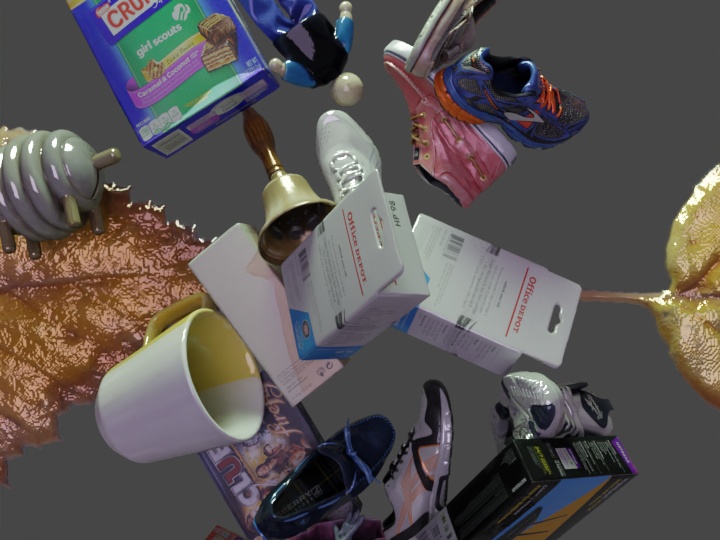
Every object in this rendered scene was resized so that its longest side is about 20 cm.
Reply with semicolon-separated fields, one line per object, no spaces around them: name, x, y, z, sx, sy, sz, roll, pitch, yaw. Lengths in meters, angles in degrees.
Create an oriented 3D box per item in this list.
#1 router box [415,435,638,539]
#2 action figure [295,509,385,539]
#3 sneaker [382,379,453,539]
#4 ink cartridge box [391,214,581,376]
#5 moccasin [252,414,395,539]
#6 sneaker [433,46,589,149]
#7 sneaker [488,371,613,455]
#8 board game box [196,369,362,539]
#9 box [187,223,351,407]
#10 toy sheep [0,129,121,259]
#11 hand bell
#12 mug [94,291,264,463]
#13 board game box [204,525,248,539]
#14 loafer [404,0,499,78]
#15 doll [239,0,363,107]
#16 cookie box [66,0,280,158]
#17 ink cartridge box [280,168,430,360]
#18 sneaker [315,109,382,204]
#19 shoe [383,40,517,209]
router box;0.169;0.246;0.816;0.147;0.201;0.051;5;46;-31
action figure;-0.004;0.367;0.867;0.132;0.150;0.202;-7;122;13
sneaker;0.066;0.226;0.900;0.079;0.074;0.203;6;90;6
ink cartridge box;0.131;0.035;0.867;0.198;0.067;0.117;24;58;4
moccasin;-0.027;0.228;0.863;0.080;0.068;0.200;43;56;11
sneaker;0.179;-0.189;0.856;0.198;0.078;0.076;6;67;-29
sneaker;0.218;0.148;0.836;0.128;0.200;0.080;-12;61;-7
board game box;-0.105;0.232;0.931;0.135;0.035;0.201;-33;87;4
box;-0.102;0.049;0.903;0.077;0.095;0.201;-37;89;4
toy sheep;-0.363;-0.096;0.906;0.198;0.138;0.140;-18;88;8
hand bell;-0.097;-0.115;0.895;0.103;0.104;0.201;-28;58;4
mug;-0.205;0.134;0.882;0.152;0.187;0.151;-24;105;18
board game box;-0.190;0.389;0.855;0.046;0.200;0.153;21;91;5
loafer;0.110;-0.276;0.862;0.062;0.072;0.201;30;54;-5
doll;-0.063;-0.279;0.918;0.136;0.048;0.201;-39;91;-21
cookie box;-0.218;-0.265;0.916;0.170;0.075;0.202;-30;82;4
ink cartridge box;0.000;0.000;0.791;0.066;0.200;0.117;4;61;-34
sneaker;-0.002;-0.092;0.899;0.074;0.087;0.202;-20;87;4
shoe;0.081;-0.166;0.899;0.200;0.071;0.091;44;87;-1
